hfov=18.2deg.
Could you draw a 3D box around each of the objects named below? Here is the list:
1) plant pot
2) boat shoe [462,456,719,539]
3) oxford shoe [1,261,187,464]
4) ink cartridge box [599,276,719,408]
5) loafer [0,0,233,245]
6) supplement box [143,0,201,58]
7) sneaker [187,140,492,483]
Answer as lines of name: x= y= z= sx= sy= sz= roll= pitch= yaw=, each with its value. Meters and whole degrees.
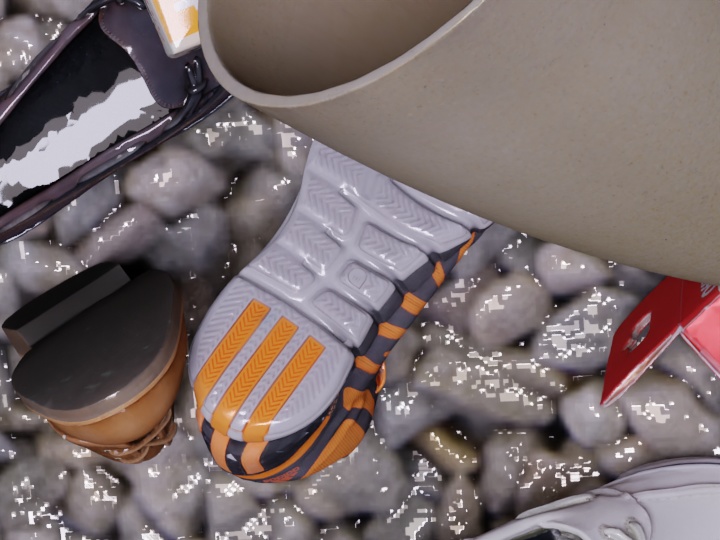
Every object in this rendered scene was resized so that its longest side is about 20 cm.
plant pot: x=0.081 y=-0.083 z=0.750 sx=0.187 sy=0.188 sz=0.200 roll=-44 pitch=124 yaw=15
boat shoe: x=0.085 y=0.120 z=0.878 sx=0.198 sy=0.066 sz=0.073 roll=-10 pitch=87 yaw=-13
oxford shoe: x=-0.091 y=0.044 z=0.867 sx=0.071 sy=0.200 sz=0.072 roll=-30 pitch=100 yaw=-6
ink cartridge box: x=0.184 y=-0.008 z=0.842 sx=0.067 sy=0.116 sz=0.200 roll=45 pitch=106 yaw=-2
loafer: x=-0.096 y=-0.074 z=0.895 sx=0.200 sy=0.063 sz=0.072 roll=-40 pitch=102 yaw=8
supplement box: x=-0.005 y=-0.174 z=0.834 sx=0.199 sy=0.074 sz=0.127 roll=-24 pitch=97 yaw=-4
sneaker: x=0.000 y=0.000 z=0.899 sx=0.077 sy=0.112 sz=0.200 roll=38 pitch=72 yaw=13
